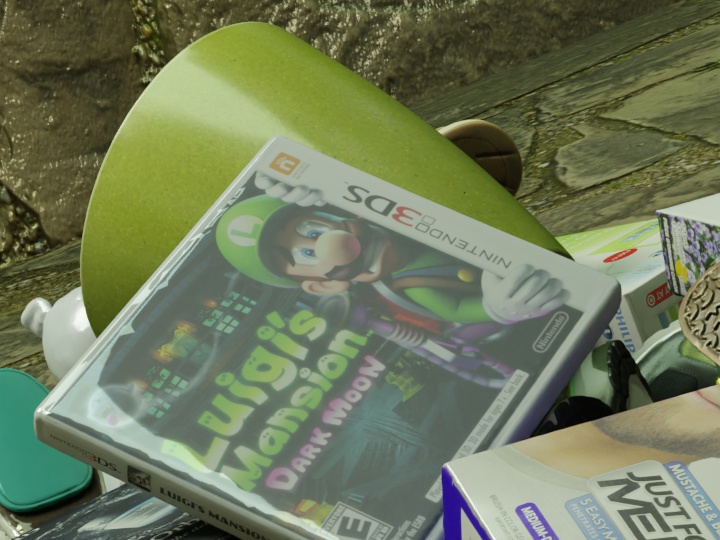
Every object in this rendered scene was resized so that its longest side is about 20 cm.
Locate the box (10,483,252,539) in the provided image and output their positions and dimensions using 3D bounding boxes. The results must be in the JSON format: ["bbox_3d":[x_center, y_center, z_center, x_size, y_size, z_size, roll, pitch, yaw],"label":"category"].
[{"bbox_3d":[-0.084,0.166,1.265,0.196,0.118,0.200,-25,9,-25],"label":"box"}]

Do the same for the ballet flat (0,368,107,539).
[{"bbox_3d":[-0.155,0.137,1.462,0.069,0.070,0.200,-24,53,-20],"label":"ballet flat"}]

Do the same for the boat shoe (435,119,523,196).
[{"bbox_3d":[-0.006,-0.020,1.547,0.200,0.072,0.065,-31,11,-2],"label":"boat shoe"}]

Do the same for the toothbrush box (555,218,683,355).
[{"bbox_3d":[0.140,0.033,1.640,0.146,0.086,0.200,-29,13,-38],"label":"toothbrush box"}]

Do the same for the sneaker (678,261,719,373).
[{"bbox_3d":[0.215,0.074,1.270,0.067,0.090,0.200,-42,35,12],"label":"sneaker"}]

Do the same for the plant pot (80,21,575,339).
[{"bbox_3d":[0.000,0.000,1.378,0.200,0.187,0.187,25,36,31],"label":"plant pot"}]

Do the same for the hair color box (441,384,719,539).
[{"bbox_3d":[0.144,0.100,1.107,0.200,0.065,0.109,-14,35,-15],"label":"hair color box"}]

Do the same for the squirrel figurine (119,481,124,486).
[{"bbox_3d":[-0.023,0.110,1.512,0.200,0.142,0.187,7,15,41],"label":"squirrel figurine"}]

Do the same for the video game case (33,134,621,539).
[{"bbox_3d":[-0.011,0.038,1.226,0.182,0.023,0.200,23,51,19],"label":"video game case"}]

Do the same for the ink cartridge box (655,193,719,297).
[{"bbox_3d":[0.244,-0.008,1.394,0.109,0.050,0.200,-16,15,-22],"label":"ink cartridge box"}]

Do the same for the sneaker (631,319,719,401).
[{"bbox_3d":[0.215,0.049,1.411,0.200,0.075,0.085,-23,10,-11],"label":"sneaker"}]

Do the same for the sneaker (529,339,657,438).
[{"bbox_3d":[0.087,0.099,1.288,0.089,0.077,0.200,-33,1,20],"label":"sneaker"}]

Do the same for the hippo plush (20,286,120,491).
[{"bbox_3d":[-0.157,0.085,1.754,0.159,0.161,0.200,-15,10,30],"label":"hippo plush"}]
